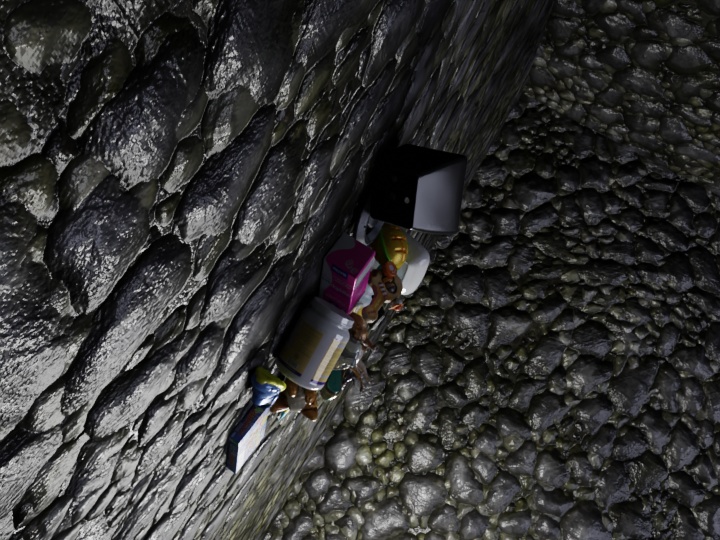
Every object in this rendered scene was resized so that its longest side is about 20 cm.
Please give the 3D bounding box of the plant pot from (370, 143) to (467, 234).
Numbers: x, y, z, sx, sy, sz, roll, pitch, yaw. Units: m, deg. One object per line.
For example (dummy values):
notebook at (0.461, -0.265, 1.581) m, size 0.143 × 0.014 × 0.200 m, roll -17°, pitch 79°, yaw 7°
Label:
plant pot at (0.130, -0.198, 1.520) m, size 0.176 × 0.198 × 0.204 m, roll -18°, pitch 120°, yaw -48°

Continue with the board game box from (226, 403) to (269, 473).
board game box at (-0.307, 0.452, 1.643) m, size 0.136 × 0.034 × 0.202 m, roll -51°, pitch 166°, yaw -40°

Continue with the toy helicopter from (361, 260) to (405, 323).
toy helicopter at (0.063, 0.079, 1.673) m, size 0.078 × 0.133 × 0.201 m, roll -31°, pitch -164°, yaw 44°

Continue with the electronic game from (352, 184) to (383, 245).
electronic game at (0.032, -0.155, 1.625) m, size 0.202 × 0.041 × 0.202 m, roll -57°, pitch 162°, yaw -29°

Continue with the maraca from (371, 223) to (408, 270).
maraca at (0.085, -0.087, 1.786) m, size 0.202 × 0.105 × 0.138 m, roll -91°, pitch 157°, yaw -45°

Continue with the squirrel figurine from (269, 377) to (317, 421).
squirrel figurine at (-0.164, 0.303, 1.760) m, size 0.201 × 0.139 × 0.190 m, roll -71°, pitch 176°, yaw -68°

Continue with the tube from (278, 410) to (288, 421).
tube at (-0.216, 0.407, 1.951) m, size 0.077 × 0.050 × 0.202 m, roll -37°, pitch 161°, yaw -47°

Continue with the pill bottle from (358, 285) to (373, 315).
pill bottle at (-0.026, 0.118, 1.895) m, size 0.203 × 0.110 × 0.111 m, roll -63°, pitch 169°, yaw 10°

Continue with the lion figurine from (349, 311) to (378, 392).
lion figurine at (-0.011, 0.226, 1.692) m, size 0.072 × 0.122 × 0.204 m, roll -6°, pitch 119°, yaw -42°

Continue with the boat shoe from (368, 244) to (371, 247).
boat shoe at (0.000, 0.000, 1.819) m, size 0.203 × 0.066 × 0.073 m, roll -62°, pitch 170°, yaw 7°

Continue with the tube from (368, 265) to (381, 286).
tube at (0.064, 0.033, 1.831) m, size 0.051 × 0.077 × 0.200 m, roll -55°, pitch -176°, yaw 18°

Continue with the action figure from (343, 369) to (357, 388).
action figure at (-0.068, 0.286, 1.879) m, size 0.101 × 0.198 × 0.121 m, roll -18°, pitch 132°, yaw -50°

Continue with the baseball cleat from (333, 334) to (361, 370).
baseball cleat at (-0.086, 0.208, 1.654) m, size 0.069 × 0.198 × 0.108 m, roll 26°, pitch 83°, yaw -45°

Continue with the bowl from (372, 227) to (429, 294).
bowl at (0.112, -0.028, 1.955) m, size 0.074 × 0.199 × 0.202 m, roll -33°, pitch 154°, yaw -44°

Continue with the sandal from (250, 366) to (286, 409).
sandal at (-0.233, 0.293, 1.477) m, size 0.088 × 0.079 × 0.201 m, roll -53°, pitch 167°, yaw -14°

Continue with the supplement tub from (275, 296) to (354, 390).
supplement tub at (-0.115, 0.187, 1.556) m, size 0.203 × 0.144 × 0.145 m, roll -60°, pitch 169°, yaw 2°

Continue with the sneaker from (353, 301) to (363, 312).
sneaker at (-0.057, 0.096, 1.732) m, size 0.076 × 0.088 × 0.200 m, roll -50°, pitch 165°, yaw 11°

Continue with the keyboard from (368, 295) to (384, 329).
keyboard at (0.030, 0.100, 1.955) m, size 0.039 × 0.202 × 0.104 m, roll 18°, pitch 127°, yaw -37°

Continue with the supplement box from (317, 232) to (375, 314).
supplement box at (-0.039, 0.013, 1.577) m, size 0.104 × 0.100 × 0.201 m, roll -52°, pitch 166°, yaw -33°

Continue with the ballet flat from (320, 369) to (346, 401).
ballet flat at (-0.074, 0.289, 1.731) m, size 0.202 × 0.069 × 0.071 m, roll -74°, pitch -176°, yaw -49°
